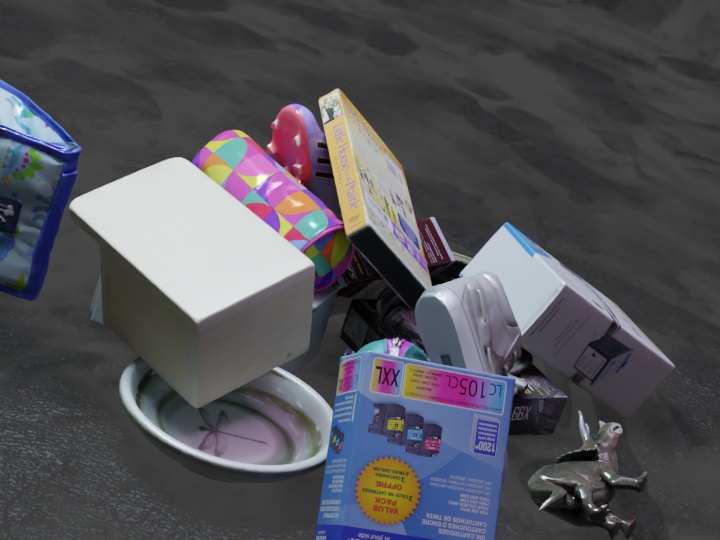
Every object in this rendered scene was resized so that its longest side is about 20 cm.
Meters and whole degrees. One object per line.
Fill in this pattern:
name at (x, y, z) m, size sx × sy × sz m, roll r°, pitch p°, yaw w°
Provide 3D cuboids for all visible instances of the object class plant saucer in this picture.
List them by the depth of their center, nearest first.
plant saucer at (-0.119, 0.138, 1.370) m, size 0.200 × 0.050 × 0.200 m, roll 15°, pitch 24°, yaw -7°

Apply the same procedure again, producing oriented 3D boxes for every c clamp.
c clamp at (0.094, 0.069, 1.583) m, size 0.200 × 0.027 × 0.171 m, roll 30°, pitch 26°, yaw 22°

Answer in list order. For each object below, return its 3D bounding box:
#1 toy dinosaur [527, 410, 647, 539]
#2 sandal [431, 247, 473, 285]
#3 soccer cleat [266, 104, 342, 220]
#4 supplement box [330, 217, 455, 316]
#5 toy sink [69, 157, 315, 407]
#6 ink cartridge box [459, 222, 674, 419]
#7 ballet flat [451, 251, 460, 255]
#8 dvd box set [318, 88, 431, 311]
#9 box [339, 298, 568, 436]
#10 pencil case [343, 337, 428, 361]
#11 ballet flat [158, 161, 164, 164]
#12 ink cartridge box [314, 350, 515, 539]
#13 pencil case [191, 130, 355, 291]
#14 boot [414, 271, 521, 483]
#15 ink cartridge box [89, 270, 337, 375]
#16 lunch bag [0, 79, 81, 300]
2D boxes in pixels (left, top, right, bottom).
toy dinosaur at (0.201, 0.208, 1.450) m, size 0.102 × 0.077 × 0.200 m, roll 19°, pitch 25°, yaw 33°
sandal at (0.074, -0.011, 1.800) m, size 0.201 × 0.080 × 0.057 m, roll 22°, pitch 40°, yaw 11°
soccer cleat at (-0.046, -0.100, 1.630) m, size 0.076 × 0.200 × 0.067 m, roll -31°, pitch 47°, yaw -24°
supplement box at (0.000, 0.000, 1.675) m, size 0.200 × 0.109 × 0.061 m, roll -12°, pitch 73°, yaw -53°
toy sink at (-0.155, 0.009, 1.390) m, size 0.130 × 0.112 × 0.200 m, roll -27°, pitch 50°, yaw -34°
ink cartridge box at (0.222, 0.055, 1.670) m, size 0.200 × 0.086 × 0.146 m, roll 32°, pitch 12°, yaw -34°
ballet flat at (0.042, -0.030, 1.856) m, size 0.200 × 0.057 × 0.066 m, roll 17°, pitch 24°, yaw -3°
dvd box set at (0.016, -0.073, 1.591) m, size 0.146 × 0.029 × 0.200 m, roll 48°, pitch 22°, yaw -45°
box at (0.095, 0.099, 1.617) m, size 0.158 × 0.050 × 0.200 m, roll 2°, pitch 28°, yaw -35°
pencil case at (0.024, 0.135, 1.425) m, size 0.085 × 0.092 × 0.200 m, roll 7°, pitch 23°, yaw -3°
ballet flat at (-0.152, -0.047, 1.530) m, size 0.067 × 0.062 × 0.200 m, roll -11°, pitch 35°, yaw -42°
ink cartridge box at (0.042, 0.177, 1.274) m, size 0.136 × 0.200 × 0.076 m, roll 11°, pitch -10°, yaw -14°
pencil case at (-0.092, -0.061, 1.569) m, size 0.088 × 0.088 × 0.200 m, roll -6°, pitch 36°, yaw -44°
boot at (0.121, 0.101, 1.451) m, size 0.096 × 0.200 × 0.074 m, roll -20°, pitch 11°, yaw -39°
ink cartridge box at (-0.145, 0.033, 1.542) m, size 0.200 × 0.083 × 0.147 m, roll 23°, pitch 23°, yaw 13°
lunch bag at (-0.372, -0.086, 1.531) m, size 0.200 × 0.170 × 0.127 m, roll 30°, pitch 25°, yaw 22°
